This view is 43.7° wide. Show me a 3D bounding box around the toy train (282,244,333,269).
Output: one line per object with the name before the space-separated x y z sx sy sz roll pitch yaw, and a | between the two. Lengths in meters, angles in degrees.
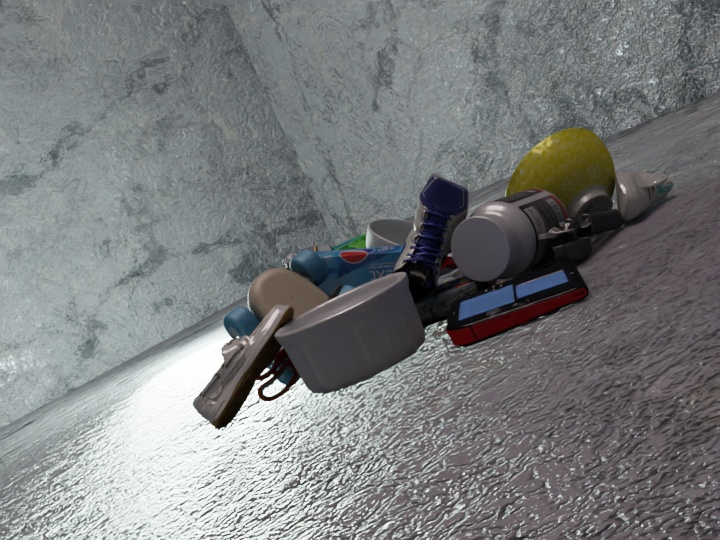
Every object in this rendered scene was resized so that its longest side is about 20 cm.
toy train | -0.082 0.031 1.781 0.113 0.200 0.085 -14 47 9

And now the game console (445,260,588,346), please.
game console | 0.197 0.036 1.152 0.176 0.031 0.200 -24 6 12

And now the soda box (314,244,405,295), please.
soda box | 0.000 0.000 1.493 0.199 0.068 0.064 -4 11 18

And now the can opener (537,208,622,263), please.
can opener | 0.329 -0.049 1.325 0.053 0.067 0.200 -15 -3 40

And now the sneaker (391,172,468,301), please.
sneaker | 0.100 -0.031 1.310 0.115 0.080 0.200 -76 7 -67

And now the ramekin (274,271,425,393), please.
ramekin | -0.009 0.088 1.231 0.200 0.098 0.200 -25 4 2

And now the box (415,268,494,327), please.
box | 0.136 0.036 1.394 0.136 0.040 0.200 -24 5 19

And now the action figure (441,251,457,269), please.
action figure | 0.192 -0.034 1.540 0.200 0.066 0.052 -4 -38 -51

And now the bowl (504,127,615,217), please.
bowl | 0.348 -0.120 1.469 0.199 0.201 0.108 -26 48 -13

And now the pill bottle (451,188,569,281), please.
pill bottle | 0.223 -0.052 1.336 0.116 0.116 0.200 -21 0 38

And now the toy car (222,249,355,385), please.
toy car | -0.109 0.105 1.457 0.184 0.177 0.200 -43 -15 -28

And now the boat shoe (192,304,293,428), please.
boat shoe | -0.171 0.124 1.280 0.200 0.069 0.071 -56 -18 -10

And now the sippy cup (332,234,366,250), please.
sippy cup | -0.023 0.008 1.916 0.139 0.131 0.178 -24 5 -1

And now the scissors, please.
scissors | -0.081 0.108 1.319 0.200 0.073 0.014 -40 -18 -7

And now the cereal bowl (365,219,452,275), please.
cereal bowl | 0.103 -0.023 1.628 0.199 0.084 0.200 12 17 -4

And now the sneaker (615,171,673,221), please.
sneaker | 0.456 -0.129 1.441 0.088 0.076 0.200 -3 15 19
